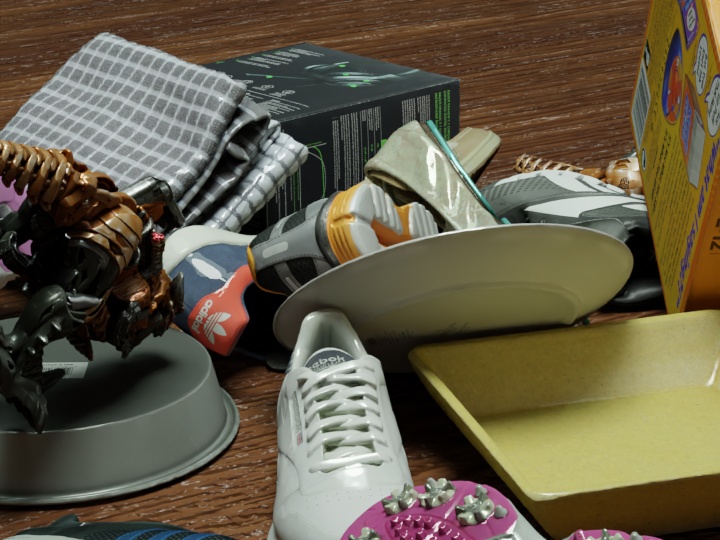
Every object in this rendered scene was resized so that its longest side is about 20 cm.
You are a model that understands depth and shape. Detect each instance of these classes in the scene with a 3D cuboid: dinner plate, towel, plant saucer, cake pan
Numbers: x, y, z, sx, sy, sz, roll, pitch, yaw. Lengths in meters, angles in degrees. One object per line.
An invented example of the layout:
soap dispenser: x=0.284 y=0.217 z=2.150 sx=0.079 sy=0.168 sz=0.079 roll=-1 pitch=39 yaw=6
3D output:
dinner plate: x=0.052 y=0.023 z=1.171 sx=0.200 sy=0.024 sz=0.200 roll=-8 pitch=-21 yaw=-3
towel: x=-0.159 y=-0.066 z=1.399 sx=0.200 sy=0.086 sz=0.166 roll=22 pitch=62 yaw=45
plant saucer: x=0.146 y=0.083 z=1.103 sx=0.200 sy=0.048 sz=0.200 roll=-7 pitch=20 yaw=-15
cake pan: x=-0.166 y=0.070 z=1.172 sx=0.200 sy=0.037 sz=0.200 roll=-1 pitch=20 yaw=0

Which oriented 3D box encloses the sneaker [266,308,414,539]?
sneaker: x=-0.011 y=0.088 z=1.049 sx=0.076 sy=0.081 sz=0.200 roll=-2 pitch=21 yaw=-9

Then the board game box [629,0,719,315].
board game box: x=0.280 y=-0.091 z=1.252 sx=0.200 sy=0.200 sz=0.200 roll=0 pitch=50 yaw=-4

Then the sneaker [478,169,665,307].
sneaker: x=0.148 y=-0.019 z=1.365 sx=0.200 sy=0.067 sz=0.090 roll=10 pitch=20 yaw=22

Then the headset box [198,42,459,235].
headset box: x=-0.047 y=-0.096 z=1.556 sx=0.200 sy=0.093 sz=0.174 roll=-18 pitch=25 yaw=-40

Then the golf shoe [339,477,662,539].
golf shoe: x=0.068 y=0.146 z=0.891 sx=0.075 sy=0.092 sz=0.200 roll=-42 pitch=31 yaw=-25

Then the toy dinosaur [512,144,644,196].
toy dinosaur: x=0.203 y=-0.062 z=1.463 sx=0.200 sy=0.102 sz=0.136 roll=28 pitch=45 yaw=15

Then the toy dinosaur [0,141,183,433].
toy dinosaur: x=-0.155 y=-0.009 z=1.082 sx=0.136 sy=0.200 sz=0.102 roll=-43 pitch=40 yaw=-10

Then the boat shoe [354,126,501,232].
boat shoe: x=0.038 y=-0.060 z=1.460 sx=0.065 sy=0.072 sz=0.200 roll=35 pitch=33 yaw=6

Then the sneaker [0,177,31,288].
sneaker: x=-0.279 y=0.015 z=1.289 sx=0.088 sy=0.081 sz=0.200 roll=-19 pitch=17 yaw=45

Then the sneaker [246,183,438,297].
sneaker: x=0.000 y=0.000 z=1.229 sx=0.077 sy=0.078 sz=0.200 roll=-15 pitch=-20 yaw=16

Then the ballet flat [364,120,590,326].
ballet flat: x=0.067 y=-0.013 z=1.330 sx=0.062 sy=0.067 sz=0.200 roll=-35 pitch=52 yaw=-1

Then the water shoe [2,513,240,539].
water shoe: x=-0.069 y=0.135 z=0.930 sx=0.200 sy=0.072 sz=0.079 roll=7 pitch=19 yaw=21

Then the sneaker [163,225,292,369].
sneaker: x=-0.040 y=0.018 z=1.287 sx=0.085 sy=0.075 sz=0.200 roll=43 pitch=31 yaw=26
